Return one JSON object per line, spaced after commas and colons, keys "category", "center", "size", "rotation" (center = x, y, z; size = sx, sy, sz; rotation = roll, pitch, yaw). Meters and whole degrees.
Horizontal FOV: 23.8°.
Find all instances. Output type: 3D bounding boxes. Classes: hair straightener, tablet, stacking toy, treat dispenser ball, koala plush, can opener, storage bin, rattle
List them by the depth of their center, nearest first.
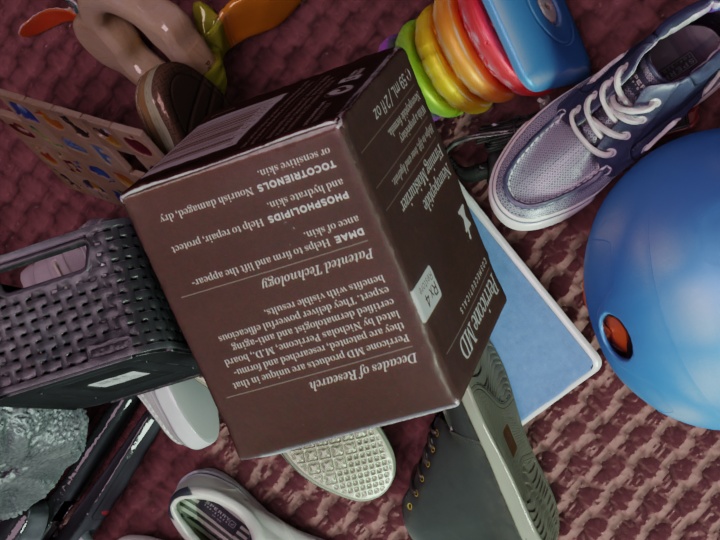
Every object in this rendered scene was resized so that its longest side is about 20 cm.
{"category": "treat dispenser ball", "center": [0.248, 0.006, 1.139], "size": [0.199, 0.201, 0.203], "rotation": [3, 99, 16]}
{"category": "storage bin", "center": [-0.180, 0.035, 1.204], "size": [0.134, 0.200, 0.094], "rotation": [-17, 82, 10]}
{"category": "hair straightener", "center": [0.137, -0.108, 1.225], "size": [0.199, 0.077, 0.041], "rotation": [-12, 57, 24]}
{"category": "stacking toy", "center": [0.056, -0.146, 1.236], "size": [0.199, 0.116, 0.110], "rotation": [-27, 86, 32]}
{"category": "tablet", "center": [0.077, 0.024, 1.273], "size": [0.200, 0.014, 0.130], "rotation": [51, 127, 3]}
{"category": "rattle", "center": [-0.159, -0.211, 1.300], "size": [0.199, 0.130, 0.144], "rotation": [23, 82, 44]}
{"category": "koala plush", "center": [-0.324, 0.087, 1.326], "size": [0.183, 0.178, 0.201], "rotation": [-19, 58, -20]}
{"category": "can opener", "center": [-0.224, 0.182, 1.379], "size": [0.063, 0.079, 0.200], "rotation": [43, 97, 11]}

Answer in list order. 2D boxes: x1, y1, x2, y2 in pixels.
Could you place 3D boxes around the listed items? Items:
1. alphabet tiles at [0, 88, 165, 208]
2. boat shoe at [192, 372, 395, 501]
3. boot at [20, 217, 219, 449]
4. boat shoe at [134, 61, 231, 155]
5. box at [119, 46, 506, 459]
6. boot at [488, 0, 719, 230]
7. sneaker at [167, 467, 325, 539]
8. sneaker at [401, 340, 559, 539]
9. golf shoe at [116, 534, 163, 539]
{"category": "alphabet tiles", "center": [-0.182, -0.071, 1.272], "size": [0.199, 0.167, 0.008], "rotation": [19, 68, 40]}
{"category": "boat shoe", "center": [-0.054, 0.102, 1.315], "size": [0.199, 0.062, 0.075], "rotation": [36, 92, 7]}
{"category": "boot", "center": [-0.192, 0.065, 1.349], "size": [0.095, 0.073, 0.201], "rotation": [-31, 81, 19]}
{"category": "boat shoe", "center": [-0.120, -0.072, 1.258], "size": [0.076, 0.072, 0.200], "rotation": [0, 141, 32]}
{"category": "box", "center": [-0.024, -0.013, 1.131], "size": [0.163, 0.166, 0.201], "rotation": [-17, 108, 22]}
{"category": "boot", "center": [0.166, -0.107, 1.133], "size": [0.200, 0.090, 0.073], "rotation": [-41, 80, -4]}
{"category": "sneaker", "center": [-0.070, 0.233, 1.335], "size": [0.199, 0.071, 0.073], "rotation": [32, 106, 7]}
{"category": "sneaker", "center": [0.063, 0.128, 1.264], "size": [0.106, 0.075, 0.201], "rotation": [-16, 102, 26]}
{"category": "golf shoe", "center": [-0.135, 0.250, 1.320], "size": [0.199, 0.075, 0.092], "rotation": [28, 152, 38]}
